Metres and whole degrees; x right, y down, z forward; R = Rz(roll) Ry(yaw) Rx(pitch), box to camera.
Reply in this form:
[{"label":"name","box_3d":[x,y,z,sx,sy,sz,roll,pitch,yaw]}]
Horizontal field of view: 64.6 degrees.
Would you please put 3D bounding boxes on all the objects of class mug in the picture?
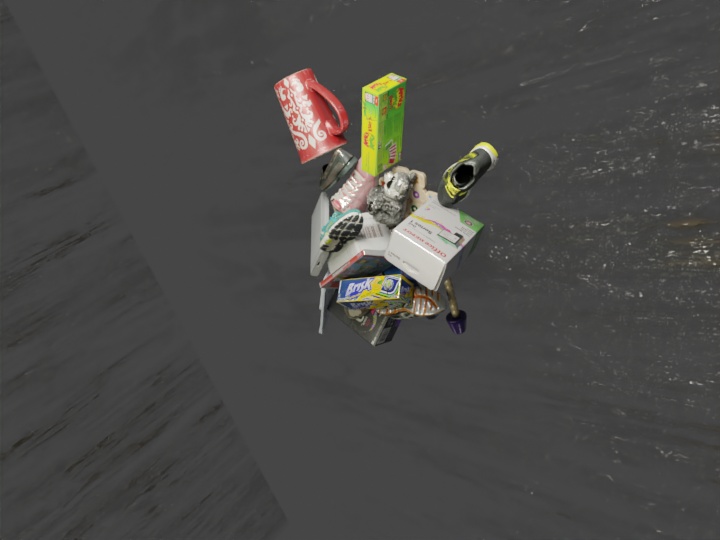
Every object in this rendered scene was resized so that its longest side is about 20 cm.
[{"label":"mug","box_3d":[-0.112,-0.399,1.440,0.175,0.133,0.203,-21,101,22]}]

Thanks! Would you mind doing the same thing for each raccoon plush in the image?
[{"label":"raccoon plush","box_3d":[0.110,-0.161,1.398,0.132,0.098,0.199,-18,136,38]}]

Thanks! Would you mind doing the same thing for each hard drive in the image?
[{"label":"hard drive","box_3d":[-0.117,-0.105,1.647,0.132,0.026,0.204,122,152,-54]}]

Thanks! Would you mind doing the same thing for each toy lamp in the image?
[{"label":"toy lamp","box_3d":[0.234,0.071,1.467,0.058,0.058,0.204,7,123,47]}]

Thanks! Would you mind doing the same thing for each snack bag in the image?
[{"label":"snack bag","box_3d":[-0.094,0.061,1.744,0.021,0.190,0.203,13,132,7]}]

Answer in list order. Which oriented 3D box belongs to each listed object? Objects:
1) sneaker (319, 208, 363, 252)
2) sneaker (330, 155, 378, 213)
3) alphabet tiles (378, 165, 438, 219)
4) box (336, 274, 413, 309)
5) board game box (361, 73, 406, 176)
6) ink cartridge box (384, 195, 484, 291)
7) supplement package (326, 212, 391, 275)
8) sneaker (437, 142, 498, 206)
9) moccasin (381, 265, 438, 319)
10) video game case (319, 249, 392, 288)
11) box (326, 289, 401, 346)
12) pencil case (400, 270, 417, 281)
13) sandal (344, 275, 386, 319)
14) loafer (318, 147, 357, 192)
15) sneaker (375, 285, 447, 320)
[{"label":"sneaker","box_3d":[-0.057,-0.114,1.446,0.199,0.076,0.082,-33,54,56]},{"label":"sneaker","box_3d":[-0.019,-0.205,1.484,0.076,0.103,0.202,50,148,25]},{"label":"alphabet tiles","box_3d":[0.128,-0.161,1.429,0.193,0.015,0.203,22,135,35]},{"label":"box","box_3d":[0.036,0.058,1.476,0.197,0.066,0.070,-6,155,36]},{"label":"board game box","box_3d":[0.051,-0.329,1.299,0.047,0.101,0.203,30,139,28]},{"label":"ink cartridge box","box_3d":[0.167,-0.066,1.282,0.143,0.199,0.085,33,134,17]},{"label":"supplement package","box_3d":[-0.008,-0.060,1.561,0.200,0.115,0.120,-49,55,55]},{"label":"sneaker","box_3d":[0.212,-0.199,1.233,0.075,0.084,0.200,49,146,7]},{"label":"moccasin","box_3d":[0.130,0.066,1.567,0.200,0.080,0.069,47,153,14]},{"label":"video game case","box_3d":[0.000,0.000,1.523,0.199,0.141,0.018,-36,62,41]},{"label":"box","box_3d":[0.017,0.112,1.681,0.199,0.105,0.124,35,109,26]},{"label":"pencil case","box_3d":[0.146,-0.013,1.412,0.200,0.085,0.080,143,117,-87]},{"label":"sandal","box_3d":[0.017,0.078,1.568,0.198,0.054,0.083,-28,91,40]},{"label":"loafer","box_3d":[-0.070,-0.270,1.508,0.063,0.072,0.199,43,154,-11]},{"label":"sneaker","box_3d":[0.138,0.091,1.487,0.196,0.080,0.077,-2,154,33]}]
